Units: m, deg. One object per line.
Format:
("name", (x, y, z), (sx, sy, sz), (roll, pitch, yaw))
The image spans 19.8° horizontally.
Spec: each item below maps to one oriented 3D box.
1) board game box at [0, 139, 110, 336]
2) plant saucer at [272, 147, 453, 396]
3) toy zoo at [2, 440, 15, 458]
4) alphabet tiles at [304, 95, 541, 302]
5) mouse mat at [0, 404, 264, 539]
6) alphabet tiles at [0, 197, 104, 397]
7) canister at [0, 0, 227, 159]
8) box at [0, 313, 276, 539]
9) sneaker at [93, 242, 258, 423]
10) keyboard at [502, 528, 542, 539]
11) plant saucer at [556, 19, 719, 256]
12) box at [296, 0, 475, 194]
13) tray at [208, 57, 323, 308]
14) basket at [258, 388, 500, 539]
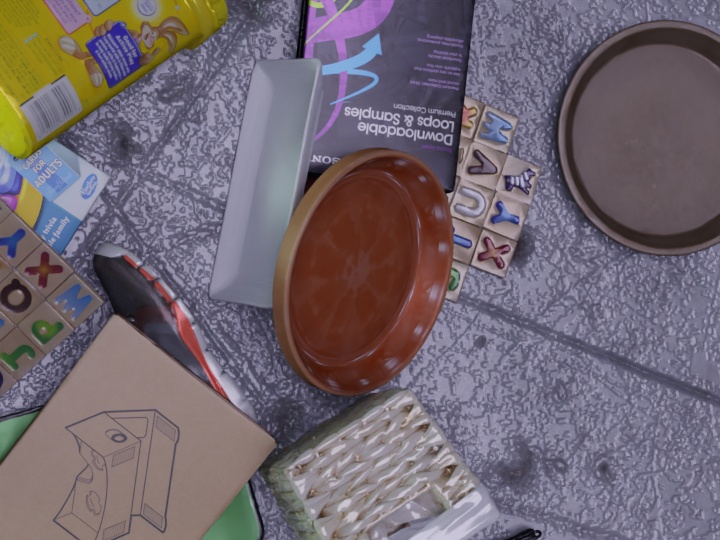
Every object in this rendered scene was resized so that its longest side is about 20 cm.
("board game box", (-0.322, -0.065, 1.628), (0.199, 0.047, 0.152), (33, 83, -10))
("plant saucer", (0.000, 0.000, 1.650), (0.200, 0.032, 0.202), (-20, 118, -43))
("toy zoo", (-0.272, 0.255, 1.650), (0.131, 0.020, 0.201), (29, 84, -10))
("alphabet tiles", (0.047, -0.074, 1.727), (0.199, 0.006, 0.168), (21, 86, -11))
("mouse mat", (-0.188, 0.172, 1.657), (0.199, 0.008, 0.162), (-15, 86, -17))
("alphabet tiles", (-0.325, 0.007, 1.596), (0.167, 0.008, 0.200), (-40, 104, 17))
("canister", (-0.225, -0.198, 1.607), (0.200, 0.086, 0.149), (-38, 95, -24))
("box", (-0.189, 0.161, 1.610), (0.163, 0.021, 0.200), (38, 93, -7))
("sneaker", (-0.163, 0.071, 1.641), (0.082, 0.077, 0.201), (-36, 92, -12))
("keyboard", (0.121, 0.280, 1.735), (0.199, 0.021, 0.128), (-15, 98, -13))
("plant saucer", (0.260, -0.113, 1.762), (0.198, 0.029, 0.202), (0, 89, -13))
("box", (0.018, -0.171, 1.701), (0.142, 0.036, 0.202), (6, 89, -12))
("tray", (-0.071, -0.070, 1.657), (0.022, 0.107, 0.202), (12, 87, -31))
("basket", (0.008, 0.174, 1.623), (0.135, 0.200, 0.124), (-32, 91, -10))
